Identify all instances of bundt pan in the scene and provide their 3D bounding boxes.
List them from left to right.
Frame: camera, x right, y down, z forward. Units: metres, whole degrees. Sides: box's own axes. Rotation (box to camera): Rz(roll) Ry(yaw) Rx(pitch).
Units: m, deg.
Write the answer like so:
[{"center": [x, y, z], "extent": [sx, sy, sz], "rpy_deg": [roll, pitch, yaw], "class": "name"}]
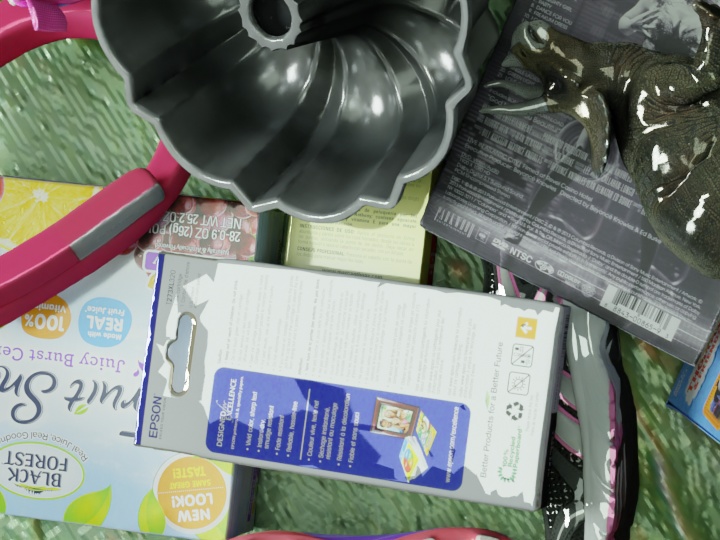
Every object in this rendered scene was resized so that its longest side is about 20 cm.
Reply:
[{"center": [-0.024, -0.129, 0.900], "extent": [0.200, 0.076, 0.204], "rpy_deg": [15, 124, 24], "class": "bundt pan"}]

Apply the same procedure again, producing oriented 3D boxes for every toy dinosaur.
[{"center": [0.151, -0.046, 0.844], "extent": [0.200, 0.077, 0.103], "rpy_deg": [51, 119, 23], "class": "toy dinosaur"}]

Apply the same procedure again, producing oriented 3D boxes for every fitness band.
[{"center": [-0.171, -0.056, 0.970], "extent": [0.199, 0.037, 0.144], "rpy_deg": [-33, 65, -6], "class": "fitness band"}]

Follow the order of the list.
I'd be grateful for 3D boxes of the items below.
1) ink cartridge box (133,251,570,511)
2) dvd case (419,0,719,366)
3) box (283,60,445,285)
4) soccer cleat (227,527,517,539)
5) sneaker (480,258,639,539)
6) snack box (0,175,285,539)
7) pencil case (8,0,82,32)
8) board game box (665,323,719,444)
[{"center": [-0.004, 0.050, 0.933], "extent": [0.198, 0.037, 0.096], "rpy_deg": [8, 90, 12], "class": "ink cartridge box"}, {"center": [0.130, -0.080, 0.904], "extent": [0.148, 0.016, 0.202], "rpy_deg": [27, 103, 16], "class": "dvd case"}, {"center": [0.000, 0.000, 0.989], "extent": [0.074, 0.050, 0.202], "rpy_deg": [5, 91, 11], "class": "box"}, {"center": [0.013, 0.161, 0.975], "extent": [0.198, 0.076, 0.067], "rpy_deg": [5, 75, -16], "class": "soccer cleat"}, {"center": [0.087, 0.055, 0.968], "extent": [0.085, 0.080, 0.202], "rpy_deg": [-5, 78, 17], "class": "sneaker"}, {"center": [-0.146, 0.041, 1.007], "extent": [0.198, 0.068, 0.171], "rpy_deg": [7, 90, 11], "class": "snack box"}, {"center": [-0.201, -0.201, 0.981], "extent": [0.200, 0.088, 0.089], "rpy_deg": [38, 97, 30], "class": "pencil case"}, {"center": [0.203, 0.016, 0.876], "extent": [0.036, 0.200, 0.153], "rpy_deg": [23, 95, -9], "class": "board game box"}]
